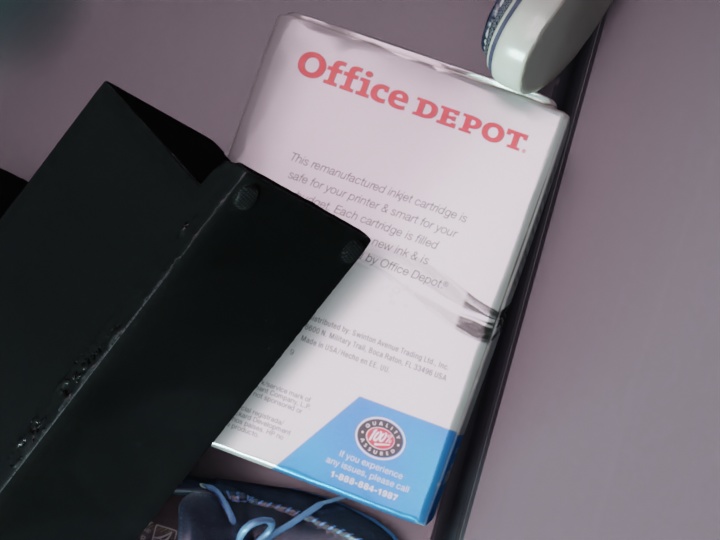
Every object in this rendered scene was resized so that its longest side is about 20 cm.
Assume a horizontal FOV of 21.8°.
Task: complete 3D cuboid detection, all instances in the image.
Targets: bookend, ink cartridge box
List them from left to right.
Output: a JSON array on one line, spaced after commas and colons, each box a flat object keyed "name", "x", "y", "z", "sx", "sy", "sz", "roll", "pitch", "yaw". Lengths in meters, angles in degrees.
[{"name": "bookend", "x": -0.134, "y": -0.005, "z": 0.833, "sx": 0.199, "sy": 0.092, "sz": 0.200, "roll": -52, "pitch": 52, "yaw": 9}, {"name": "ink cartridge box", "x": 0.000, "y": 0.000, "z": 0.880, "sx": 0.145, "sy": 0.084, "sz": 0.201, "roll": 20, "pitch": 87, "yaw": 8}]

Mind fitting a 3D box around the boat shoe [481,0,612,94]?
[{"name": "boat shoe", "x": 0.083, "y": -0.166, "z": 0.868, "sx": 0.092, "sy": 0.075, "sz": 0.200, "roll": 28, "pitch": 52, "yaw": 13}]

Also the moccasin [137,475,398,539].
[{"name": "moccasin", "x": -0.079, "y": 0.137, "z": 0.880, "sx": 0.198, "sy": 0.068, "sz": 0.081, "roll": 7, "pitch": 92, "yaw": 9}]
